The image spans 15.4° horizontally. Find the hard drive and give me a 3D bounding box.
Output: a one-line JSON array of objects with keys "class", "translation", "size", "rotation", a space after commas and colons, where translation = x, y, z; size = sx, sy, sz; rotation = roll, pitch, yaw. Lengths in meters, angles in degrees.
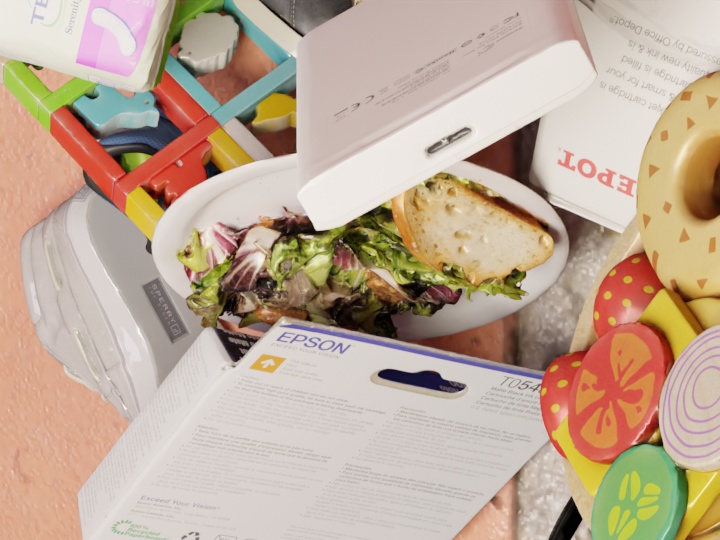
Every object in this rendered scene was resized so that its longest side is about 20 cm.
[{"class": "hard drive", "translation": [0.032, -0.092, 1.164], "size": [0.131, 0.200, 0.026], "rotation": [-28, 110, 10]}]

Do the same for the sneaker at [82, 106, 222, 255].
[{"class": "sneaker", "translation": [-0.066, -0.018, 1.396], "size": [0.199, 0.089, 0.079], "rotation": [29, 122, 27]}]

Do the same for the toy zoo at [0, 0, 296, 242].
[{"class": "toy zoo", "translation": [-0.076, -0.074, 1.362], "size": [0.200, 0.131, 0.021], "rotation": [46, 155, 17]}]

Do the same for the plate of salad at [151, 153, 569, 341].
[{"class": "plate of salad", "translation": [0.000, 0.000, 1.264], "size": [0.199, 0.199, 0.048], "rotation": [-25, 55, 40]}]

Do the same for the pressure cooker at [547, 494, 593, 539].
[{"class": "pressure cooker", "translation": [0.183, 0.145, 1.204], "size": [0.199, 0.176, 0.180], "rotation": [33, 120, 23]}]

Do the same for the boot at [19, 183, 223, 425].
[{"class": "boot", "translation": [-0.123, 0.051, 1.487], "size": [0.095, 0.073, 0.201], "rotation": [-25, 86, 53]}]

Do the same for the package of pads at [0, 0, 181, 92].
[{"class": "package of pads", "translation": [-0.150, -0.201, 1.299], "size": [0.153, 0.068, 0.201], "rotation": [16, 101, 2]}]

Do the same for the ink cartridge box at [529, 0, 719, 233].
[{"class": "ink cartridge box", "translation": [0.171, -0.110, 1.186], "size": [0.145, 0.084, 0.201], "rotation": [26, 121, 29]}]

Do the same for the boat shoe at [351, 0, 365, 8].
[{"class": "boat shoe", "translation": [0.042, -0.144, 1.282], "size": [0.067, 0.072, 0.202], "rotation": [16, 112, 34]}]

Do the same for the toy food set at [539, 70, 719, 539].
[{"class": "toy food set", "translation": [0.146, 0.027, 1.104], "size": [0.201, 0.048, 0.198], "rotation": [-55, 33, 18]}]

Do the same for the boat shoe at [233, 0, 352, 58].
[{"class": "boat shoe", "translation": [-0.058, -0.177, 1.360], "size": [0.200, 0.072, 0.068], "rotation": [43, 101, 23]}]

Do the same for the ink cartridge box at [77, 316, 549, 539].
[{"class": "ink cartridge box", "translation": [-0.012, 0.084, 1.329], "size": [0.200, 0.199, 0.041], "rotation": [-48, 43, 37]}]
